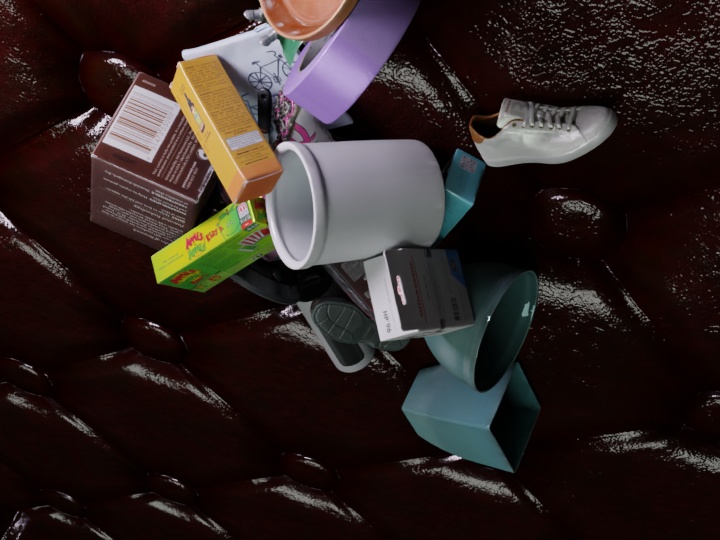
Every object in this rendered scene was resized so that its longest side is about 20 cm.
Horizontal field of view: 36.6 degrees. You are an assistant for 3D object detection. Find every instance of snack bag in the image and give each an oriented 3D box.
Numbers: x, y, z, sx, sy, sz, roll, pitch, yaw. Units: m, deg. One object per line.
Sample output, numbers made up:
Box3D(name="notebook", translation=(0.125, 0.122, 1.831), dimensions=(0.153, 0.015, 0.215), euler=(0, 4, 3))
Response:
Box3D(name="snack bag", translation=(-0.134, -0.259, 1.530), dimensions=(0.188, 0.021, 0.200), euler=(-8, 138, 36))

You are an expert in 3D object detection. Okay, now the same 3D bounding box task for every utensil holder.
Box3D(name="utensil holder", translation=(-0.007, -0.096, 1.490), dimensions=(0.199, 0.170, 0.170), euler=(-7, 153, -25))

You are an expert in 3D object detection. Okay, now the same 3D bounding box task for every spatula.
Box3D(name="spatula", translation=(-0.137, -0.196, 1.580), dimensions=(0.056, 0.021, 0.200), euler=(15, 150, 5))

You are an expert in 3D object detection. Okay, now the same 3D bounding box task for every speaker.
Box3D(name="speaker", translation=(-0.047, 0.086, 1.885), dimensions=(0.081, 0.081, 0.200), euler=(-1, 138, 28))

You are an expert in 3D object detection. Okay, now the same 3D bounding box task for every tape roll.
Box3D(name="tape roll", translation=(-0.011, -0.275, 1.297), dimensions=(0.066, 0.200, 0.200), euler=(34, 143, -16))

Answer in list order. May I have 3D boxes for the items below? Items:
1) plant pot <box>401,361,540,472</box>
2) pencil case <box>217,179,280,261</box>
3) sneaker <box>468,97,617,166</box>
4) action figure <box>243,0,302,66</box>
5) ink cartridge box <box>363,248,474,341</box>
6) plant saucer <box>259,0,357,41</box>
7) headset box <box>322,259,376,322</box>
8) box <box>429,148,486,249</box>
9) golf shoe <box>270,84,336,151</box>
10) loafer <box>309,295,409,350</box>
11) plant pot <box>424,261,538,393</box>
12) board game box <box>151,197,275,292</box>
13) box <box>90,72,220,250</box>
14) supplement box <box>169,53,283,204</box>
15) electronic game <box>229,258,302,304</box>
Box3D(name="plant pot", translation=(0.187, 0.248, 1.927), dimensions=(0.199, 0.142, 0.141), euler=(3, 141, 35))
Box3D(name="pencil case", translation=(-0.154, -0.086, 1.676), dimensions=(0.087, 0.088, 0.200), euler=(11, 159, 15))
Box3D(name="sneaker", translation=(0.226, -0.185, 1.399), dimensions=(0.199, 0.073, 0.085), euler=(-9, 137, 37))
Box3D(name="action figure", translation=(-0.068, -0.356, 1.332), dimensions=(0.200, 0.055, 0.118), euler=(-39, 79, 42))
Box3D(name="ink cartridge box", translation=(0.072, 0.033, 1.506), dimensions=(0.068, 0.116, 0.200), euler=(-18, 170, 32))
Box3D(name="plant saucer", translation=(-0.049, -0.360, 1.238), dimensions=(0.032, 0.201, 0.200), euler=(4, 160, -41))
Box3D(name="headset box", translation=(0.000, 0.000, 1.694), dimensions=(0.200, 0.075, 0.149), euler=(50, 174, -33))
Box3D(name="box", translation=(0.108, -0.084, 1.583), dimensions=(0.049, 0.082, 0.200), euler=(27, 144, -8))
Box3D(name="golf shoe", translation=(-0.077, -0.193, 1.528), dimensions=(0.092, 0.073, 0.200), euler=(-6, 147, -13))
Box3D(name="loafer", translation=(-0.007, 0.083, 1.827), dimensions=(0.200, 0.063, 0.072), euler=(22, 112, -33))
Box3D(name="plant pot", translation=(0.168, 0.070, 1.674), dimensions=(0.134, 0.200, 0.201), euler=(23, 148, 26))
Box3D(name="board game box", translation=(-0.199, -0.037, 1.594), dimensions=(0.200, 0.048, 0.101), euler=(-30, 155, 28))
Box3D(name="box", translation=(-0.292, -0.150, 1.616), dimensions=(0.164, 0.166, 0.200), euler=(23, 152, -2))
Box3D(name="supplement box", translation=(-0.183, -0.193, 1.475), dimensions=(0.200, 0.069, 0.067), euler=(58, 148, 12))
Box3D(name="electronic game", translation=(-0.180, -0.009, 1.762), dimensions=(0.200, 0.200, 0.042), euler=(31, 103, -12))
